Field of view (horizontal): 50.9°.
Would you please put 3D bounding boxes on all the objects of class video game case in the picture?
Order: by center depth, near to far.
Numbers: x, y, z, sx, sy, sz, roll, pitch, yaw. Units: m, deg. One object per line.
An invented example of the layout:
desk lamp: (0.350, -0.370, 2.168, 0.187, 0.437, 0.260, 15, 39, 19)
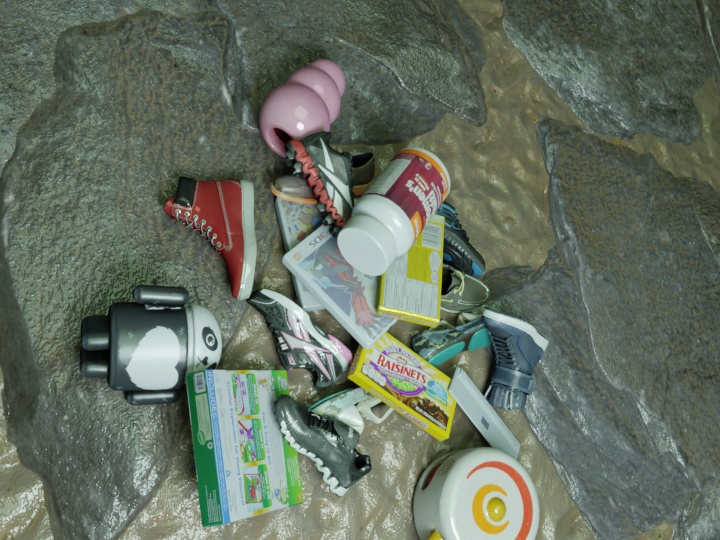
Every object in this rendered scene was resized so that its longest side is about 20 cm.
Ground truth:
video game case: (0.000, 0.000, 1.232, 0.200, 0.023, 0.182, 44, 58, 9)
video game case: (-0.039, -0.038, 1.271, 0.177, 0.023, 0.205, -6, 67, -25)

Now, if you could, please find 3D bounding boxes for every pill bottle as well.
pill bottle: (0.052, -0.093, 1.176, 0.109, 0.109, 0.201, 42, 56, -6)

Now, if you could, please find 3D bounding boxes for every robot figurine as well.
robot figurine: (-0.296, 0.108, 1.079, 0.195, 0.151, 0.128, 2, 61, -22)

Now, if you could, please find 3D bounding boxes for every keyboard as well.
keyboard: (0.213, 0.254, 1.287, 0.201, 0.011, 0.057, 52, 47, -18)

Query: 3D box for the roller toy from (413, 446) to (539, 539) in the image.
roller toy: (0.183, 0.378, 1.200, 0.195, 0.140, 0.188, 5, 72, -21)

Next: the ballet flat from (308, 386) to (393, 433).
ballet flat: (0.003, 0.217, 1.206, 0.196, 0.070, 0.072, -21, 60, -30)

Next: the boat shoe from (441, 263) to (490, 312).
boat shoe: (0.147, 0.026, 1.330, 0.197, 0.060, 0.074, 13, 70, -19)

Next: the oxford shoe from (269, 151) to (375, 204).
oxford shoe: (-0.062, -0.165, 1.277, 0.196, 0.074, 0.072, -14, 46, -32)

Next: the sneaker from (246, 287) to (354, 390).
sneaker: (-0.105, 0.111, 1.192, 0.199, 0.080, 0.087, 39, 75, -2)

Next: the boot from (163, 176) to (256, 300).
boot: (-0.237, -0.051, 1.185, 0.140, 0.072, 0.205, 1, 67, -22)

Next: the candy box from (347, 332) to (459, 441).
candy box: (0.074, 0.178, 1.217, 0.198, 0.026, 0.104, 36, 48, -18)

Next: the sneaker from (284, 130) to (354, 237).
sneaker: (-0.038, -0.133, 1.209, 0.097, 0.071, 0.203, -31, 94, -11)

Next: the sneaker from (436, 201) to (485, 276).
sneaker: (0.159, -0.075, 1.358, 0.200, 0.073, 0.082, 44, 62, -7)

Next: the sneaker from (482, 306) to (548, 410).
sneaker: (0.245, 0.155, 1.283, 0.201, 0.076, 0.149, 34, 79, -47)

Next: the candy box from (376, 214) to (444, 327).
candy box: (0.083, -0.012, 1.228, 0.099, 0.027, 0.204, 12, 58, -7)

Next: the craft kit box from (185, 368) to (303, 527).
craft kit box: (-0.161, 0.245, 1.084, 0.196, 0.048, 0.206, 13, 65, -58)

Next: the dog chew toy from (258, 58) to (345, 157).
dog chew toy: (-0.088, -0.284, 1.290, 0.124, 0.124, 0.202, 37, 56, -9)

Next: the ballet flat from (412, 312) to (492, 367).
ballet flat: (0.173, 0.108, 1.319, 0.196, 0.074, 0.076, -16, 81, -30)

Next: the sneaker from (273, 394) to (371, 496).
sneaker: (-0.050, 0.250, 1.137, 0.202, 0.089, 0.067, 54, 16, -23)
